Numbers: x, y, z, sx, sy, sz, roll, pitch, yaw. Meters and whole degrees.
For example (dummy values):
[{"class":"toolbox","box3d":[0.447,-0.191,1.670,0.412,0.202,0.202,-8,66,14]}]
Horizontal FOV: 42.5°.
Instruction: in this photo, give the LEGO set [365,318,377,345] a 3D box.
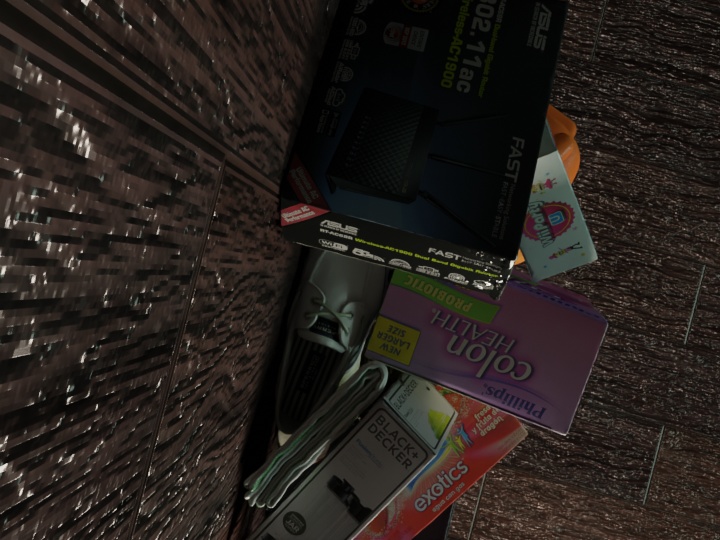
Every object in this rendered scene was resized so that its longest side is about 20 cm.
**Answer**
[{"class":"LEGO set","box3d":[-0.002,0.019,1.055,0.202,0.115,0.153,-63,160,11]}]

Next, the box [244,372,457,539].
[{"class":"box","box3d":[-0.013,0.179,0.766,0.200,0.060,0.117,-48,174,14]}]

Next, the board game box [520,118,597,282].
[{"class":"board game box","box3d":[0.137,-0.115,0.809,0.148,0.063,0.203,54,22,-48]}]

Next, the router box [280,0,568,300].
[{"class":"router box","box3d":[0.044,-0.099,0.607,0.062,0.147,0.203,97,8,-68]}]

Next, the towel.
[{"class":"towel","box3d":[-0.035,0.148,0.798,0.149,0.031,0.200,-43,171,-11]}]

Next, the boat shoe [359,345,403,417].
[{"class":"boat shoe","box3d":[0.032,0.123,1.005,0.076,0.074,0.200,-45,142,6]}]

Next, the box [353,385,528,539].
[{"class":"box","box3d":[0.058,0.192,0.926,0.199,0.095,0.103,-40,171,-7]}]

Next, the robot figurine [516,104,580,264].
[{"class":"robot figurine","box3d":[0.158,-0.090,0.969,0.117,0.142,0.202,54,55,-38]}]

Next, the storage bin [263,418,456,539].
[{"class":"storage bin","box3d":[0.003,0.240,1.025,0.094,0.196,0.138,82,23,-83]}]

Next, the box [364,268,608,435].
[{"class":"box","box3d":[0.112,0.047,0.821,0.200,0.173,0.098,-26,136,-79]}]

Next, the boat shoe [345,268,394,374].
[{"class":"boat shoe","box3d":[0.000,0.000,0.814,0.067,0.071,0.204,20,-79,51]}]

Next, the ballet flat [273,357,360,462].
[{"class":"ballet flat","box3d":[-0.046,0.115,0.899,0.070,0.068,0.203,-70,175,-63]}]

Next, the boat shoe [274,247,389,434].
[{"class":"boat shoe","box3d":[-0.023,0.044,0.759,0.067,0.072,0.203,-70,174,-72]}]
